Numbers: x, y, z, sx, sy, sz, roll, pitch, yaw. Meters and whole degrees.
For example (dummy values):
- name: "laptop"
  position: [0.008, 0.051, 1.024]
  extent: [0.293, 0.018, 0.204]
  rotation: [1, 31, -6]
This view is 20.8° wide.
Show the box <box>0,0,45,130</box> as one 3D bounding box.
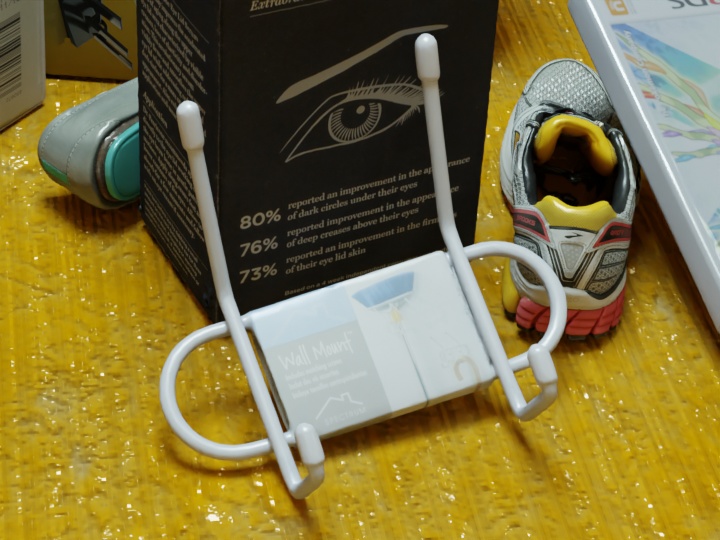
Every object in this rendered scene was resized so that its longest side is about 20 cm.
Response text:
- name: "box"
  position: [-0.274, -0.148, 1.079]
  extent: [0.199, 0.095, 0.078]
  rotation: [25, 41, 23]

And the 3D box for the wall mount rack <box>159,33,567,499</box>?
- name: "wall mount rack"
  position: [0.000, 0.000, 0.875]
  extent: [0.199, 0.075, 0.175]
  rotation: [-17, 76, -18]

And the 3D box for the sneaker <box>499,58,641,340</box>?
- name: "sneaker"
  position: [0.113, -0.054, 1.006]
  extent: [0.077, 0.083, 0.200]
  rotation: [4, 37, -1]

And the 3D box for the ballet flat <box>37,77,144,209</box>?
- name: "ballet flat"
  position: [-0.090, -0.095, 1.053]
  extent: [0.063, 0.068, 0.200]
  rotation: [21, 38, 37]

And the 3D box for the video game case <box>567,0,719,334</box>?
- name: "video game case"
  position: [0.220, -0.069, 1.010]
  extent: [0.181, 0.022, 0.201]
  rotation: [-9, 64, -27]

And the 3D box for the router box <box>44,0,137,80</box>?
- name: "router box"
  position: [-0.129, -0.201, 1.074]
  extent: [0.156, 0.201, 0.052]
  rotation: [4, 37, 0]

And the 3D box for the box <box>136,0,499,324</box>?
- name: "box"
  position: [-0.023, -0.092, 0.943]
  extent: [0.147, 0.201, 0.104]
  rotation: [-14, 40, -23]
